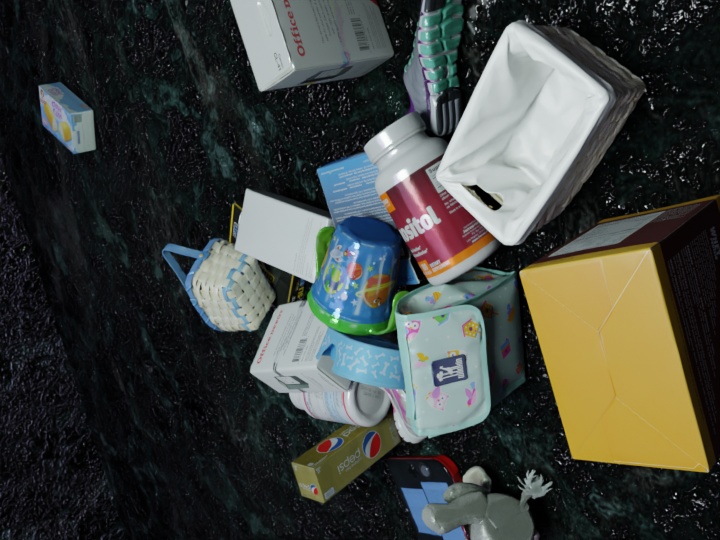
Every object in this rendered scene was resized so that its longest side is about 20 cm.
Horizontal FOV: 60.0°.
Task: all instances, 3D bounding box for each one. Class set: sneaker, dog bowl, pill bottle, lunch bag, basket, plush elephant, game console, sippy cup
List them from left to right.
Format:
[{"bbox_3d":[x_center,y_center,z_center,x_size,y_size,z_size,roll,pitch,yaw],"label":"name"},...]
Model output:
[{"bbox_3d":[-0.270,0.030,1.188,0.195,0.141,0.178,7,141,24],"label":"basket"},{"bbox_3d":[-0.043,0.220,1.139,0.197,0.107,0.112,-7,103,49],"label":"pill bottle"},{"bbox_3d":[0.000,0.000,0.895,0.174,0.140,0.133,20,117,10],"label":"sippy cup"},{"bbox_3d":[0.004,0.119,0.887,0.199,0.109,0.051,-171,94,-72],"label":"dog bowl"},{"bbox_3d":[0.074,0.173,0.990,0.203,0.081,0.088,59,144,-2],"label":"sneaker"},{"bbox_3d":[0.081,-0.279,0.805,0.087,0.073,0.205,22,124,45],"label":"sneaker"},{"bbox_3d":[0.089,-0.094,0.809,0.112,0.112,0.203,-29,93,49],"label":"pill bottle"},{"bbox_3d":[0.134,0.423,1.097,0.175,0.031,0.204,-23,89,50],"label":"game console"},{"bbox_3d":[0.127,0.103,0.829,0.120,0.198,0.175,8,113,45],"label":"lunch bag"},{"bbox_3d":[0.192,0.387,0.934,0.165,0.198,0.156,48,159,21],"label":"plush elephant"},{"bbox_3d":[0.197,-0.153,0.694,0.136,0.122,0.202,46,135,23],"label":"basket"}]

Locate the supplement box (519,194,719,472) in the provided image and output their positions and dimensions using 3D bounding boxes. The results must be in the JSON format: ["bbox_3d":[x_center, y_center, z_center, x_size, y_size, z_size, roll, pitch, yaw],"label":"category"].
[{"bbox_3d":[0.290,0.055,0.628,0.131,0.198,0.202,-12,99,48],"label":"supplement box"}]

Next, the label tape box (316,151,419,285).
[{"bbox_3d":[0.026,-0.081,0.961,0.141,0.066,0.205,-5,109,48],"label":"label tape box"}]

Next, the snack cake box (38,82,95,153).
[{"bbox_3d":[-0.808,-0.422,1.717,0.199,0.066,0.117,37,132,31],"label":"snack cake box"}]

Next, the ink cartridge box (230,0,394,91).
[{"bbox_3d":[-0.063,-0.335,0.837,0.085,0.198,0.151,-13,98,48],"label":"ink cartridge box"}]

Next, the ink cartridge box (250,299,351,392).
[{"bbox_3d":[-0.088,0.131,1.104,0.197,0.148,0.084,-12,137,46],"label":"ink cartridge box"}]

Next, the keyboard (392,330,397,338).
[{"bbox_3d":[0.097,0.134,1.015,0.126,0.020,0.205,-17,95,56],"label":"keyboard"}]

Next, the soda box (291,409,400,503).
[{"bbox_3d":[-0.021,0.315,1.087,0.067,0.198,0.066,-7,104,48],"label":"soda box"}]

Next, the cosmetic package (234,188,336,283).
[{"bbox_3d":[-0.118,-0.061,1.077,0.197,0.080,0.116,24,104,33],"label":"cosmetic package"}]

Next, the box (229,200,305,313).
[{"bbox_3d":[-0.185,-0.022,1.232,0.199,0.049,0.163,39,131,29],"label":"box"}]
